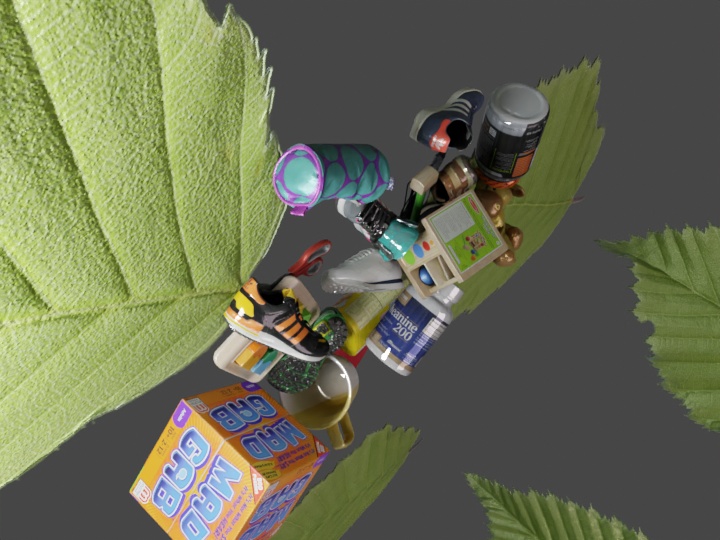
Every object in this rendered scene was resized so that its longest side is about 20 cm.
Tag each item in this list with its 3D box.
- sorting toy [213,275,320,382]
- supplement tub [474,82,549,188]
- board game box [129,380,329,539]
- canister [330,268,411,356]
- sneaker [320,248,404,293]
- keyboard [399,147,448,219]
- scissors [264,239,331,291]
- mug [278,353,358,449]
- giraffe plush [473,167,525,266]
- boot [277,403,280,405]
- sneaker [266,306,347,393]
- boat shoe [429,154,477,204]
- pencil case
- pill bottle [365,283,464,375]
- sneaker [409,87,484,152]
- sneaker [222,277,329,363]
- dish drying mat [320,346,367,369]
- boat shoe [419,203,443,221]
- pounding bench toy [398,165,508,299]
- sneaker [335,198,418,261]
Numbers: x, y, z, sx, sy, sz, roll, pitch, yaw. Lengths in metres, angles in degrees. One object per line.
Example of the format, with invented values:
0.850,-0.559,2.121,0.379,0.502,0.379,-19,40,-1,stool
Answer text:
-0.145,0.108,1.212,0.185,0.036,0.200,-47,161,-7,sorting toy
0.299,-0.266,1.458,0.122,0.122,0.200,-42,158,-26,supplement tub
-0.216,0.336,1.215,0.201,0.200,0.200,-58,160,15,board game box
0.029,0.065,1.470,0.200,0.086,0.149,-42,157,-24,canister
0.000,0.000,1.334,0.199,0.076,0.081,0,84,-49,sneaker
0.103,-0.148,1.373,0.201,0.039,0.104,-64,-179,25,keyboard
-0.117,0.004,1.156,0.200,0.014,0.073,-29,152,-46,scissors
-0.074,0.250,1.461,0.153,0.148,0.188,5,96,-77,mug
0.284,-0.130,1.582,0.201,0.171,0.163,-82,179,-48,giraffe plush
-0.182,0.321,1.455,0.200,0.069,0.175,-32,152,-39,boot
-0.097,0.151,1.349,0.200,0.078,0.085,-44,-161,15,sneaker
0.168,-0.165,1.404,0.074,0.076,0.200,-31,170,-6,boat shoe
-0.034,-0.130,1.004,0.200,0.085,0.093,-14,111,-59,pencil case
0.110,0.096,1.413,0.200,0.111,0.111,-52,160,4,pill bottle
0.172,-0.253,1.252,0.200,0.084,0.075,-36,155,-38,sneaker
-0.110,0.076,1.112,0.200,0.070,0.090,26,99,-38,sneaker
-0.035,0.190,1.636,0.077,0.018,0.200,-56,159,6,dish drying mat
0.153,-0.090,1.492,0.199,0.066,0.075,-30,152,-58,boat shoe
0.131,-0.074,1.302,0.124,0.201,0.156,-33,-179,-30,pounding bench toy
0.034,-0.076,1.191,0.084,0.121,0.200,-52,160,-1,sneaker
